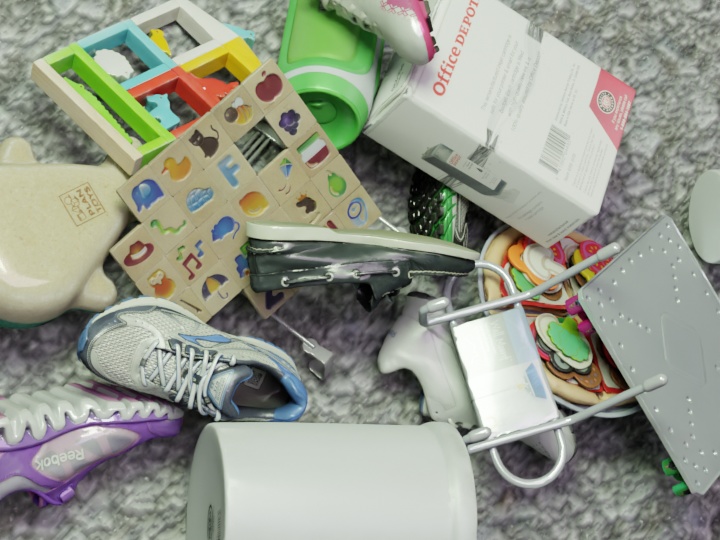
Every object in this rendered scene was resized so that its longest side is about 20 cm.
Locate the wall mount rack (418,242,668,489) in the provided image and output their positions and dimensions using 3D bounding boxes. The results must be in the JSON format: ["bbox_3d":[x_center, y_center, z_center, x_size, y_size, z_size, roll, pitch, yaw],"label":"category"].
[{"bbox_3d":[0.146,0.067,1.620,0.172,0.075,0.202,-16,73,-5],"label":"wall mount rack"}]

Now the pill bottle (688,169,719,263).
[{"bbox_3d":[0.408,-0.050,1.822,0.198,0.112,0.113,0,75,-20],"label":"pill bottle"}]

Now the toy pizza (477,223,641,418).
[{"bbox_3d":[0.189,0.035,1.726,0.199,0.032,0.202,20,48,-24],"label":"toy pizza"}]

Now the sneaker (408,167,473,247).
[{"bbox_3d":[0.096,-0.090,1.744,0.084,0.078,0.202,16,70,-15],"label":"sneaker"}]

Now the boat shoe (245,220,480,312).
[{"bbox_3d":[0.001,0.000,1.613,0.197,0.074,0.067,5,95,-23],"label":"boat shoe"}]

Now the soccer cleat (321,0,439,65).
[{"bbox_3d":[0.002,-0.225,1.628,0.086,0.070,0.201,-20,44,-4],"label":"soccer cleat"}]

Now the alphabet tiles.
[{"bbox_3d":[-0.099,-0.043,1.605,0.200,0.008,0.168,-41,115,-11],"label":"alphabet tiles"}]

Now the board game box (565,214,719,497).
[{"bbox_3d":[0.272,0.073,1.730,0.201,0.026,0.200,59,37,-3],"label":"board game box"}]

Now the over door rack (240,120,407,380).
[{"bbox_3d":[-0.056,-0.033,1.681,0.200,0.067,0.148,41,67,-4],"label":"over door rack"}]

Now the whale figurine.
[{"bbox_3d":[-0.248,-0.032,1.600,0.199,0.104,0.160,-32,87,-33],"label":"whale figurine"}]

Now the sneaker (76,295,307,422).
[{"bbox_3d":[-0.125,0.076,1.568,0.198,0.085,0.078,13,102,-29],"label":"sneaker"}]

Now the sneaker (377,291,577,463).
[{"bbox_3d":[0.099,0.106,1.705,0.199,0.075,0.087,38,84,-3],"label":"sneaker"}]

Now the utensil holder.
[{"bbox_3d":[-0.028,0.202,1.573,0.198,0.170,0.172,3,74,-15],"label":"utensil holder"}]

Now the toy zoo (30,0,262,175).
[{"bbox_3d":[-0.159,-0.163,1.666,0.131,0.021,0.199,43,49,19],"label":"toy zoo"}]

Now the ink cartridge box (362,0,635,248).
[{"bbox_3d":[0.118,-0.136,1.689,0.199,0.085,0.147,32,56,-15],"label":"ink cartridge box"}]

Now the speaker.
[{"bbox_3d":[-0.024,-0.196,1.696,0.088,0.089,0.201,19,47,-13],"label":"speaker"}]

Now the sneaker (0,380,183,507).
[{"bbox_3d":[-0.233,0.140,1.570,0.199,0.080,0.089,-6,102,-34],"label":"sneaker"}]
